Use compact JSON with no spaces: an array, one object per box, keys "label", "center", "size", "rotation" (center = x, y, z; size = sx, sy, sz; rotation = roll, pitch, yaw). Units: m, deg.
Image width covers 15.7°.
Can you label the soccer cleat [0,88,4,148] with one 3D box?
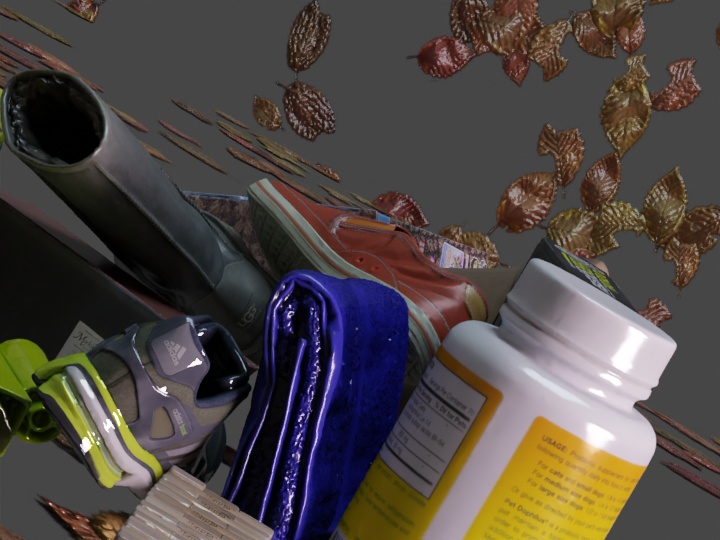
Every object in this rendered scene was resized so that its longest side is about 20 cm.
[{"label":"soccer cleat","center":[-0.257,-0.088,1.363],"size":[0.065,0.084,0.200],"rotation":[27,26,38]}]

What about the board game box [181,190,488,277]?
[{"label":"board game box","center":[-0.028,0.015,1.727],"size":[0.159,0.097,0.200],"rotation":[6,-5,25]}]

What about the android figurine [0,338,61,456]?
[{"label":"android figurine","center":[-0.222,0.026,1.210],"size":[0.181,0.041,0.200],"rotation":[28,8,-24]}]

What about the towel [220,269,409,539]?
[{"label":"towel","center":[-0.015,0.077,1.267],"size":[0.049,0.149,0.200],"rotation":[15,2,11]}]

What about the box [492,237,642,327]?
[{"label":"box","center":[0.068,0.088,1.331],"size":[0.044,0.201,0.160],"rotation":[29,7,-5]}]

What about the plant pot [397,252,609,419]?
[{"label":"plant pot","center":[0.041,0.072,1.531],"size":[0.174,0.201,0.200],"rotation":[13,2,13]}]

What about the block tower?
[{"label":"block tower","center":[-0.075,0.125,1.009],"size":[0.054,0.058,0.200],"rotation":[31,5,0]}]

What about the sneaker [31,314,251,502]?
[{"label":"sneaker","center":[-0.085,0.063,1.223],"size":[0.074,0.081,0.200],"rotation":[60,4,9]}]

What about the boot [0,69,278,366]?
[{"label":"boot","center":[-0.134,-0.039,1.442],"size":[0.200,0.073,0.182],"rotation":[38,-8,-40]}]

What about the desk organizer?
[{"label":"desk organizer","center":[-0.156,0.025,1.400],"size":[0.200,0.072,0.077],"rotation":[34,4,32]}]

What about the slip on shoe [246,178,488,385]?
[{"label":"slip on shoe","center":[0.000,0.000,1.449],"size":[0.200,0.061,0.074],"rotation":[34,-34,48]}]

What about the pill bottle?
[{"label":"pill bottle","center":[0.061,0.100,1.186],"size":[0.109,0.201,0.109],"rotation":[30,6,-3]}]
